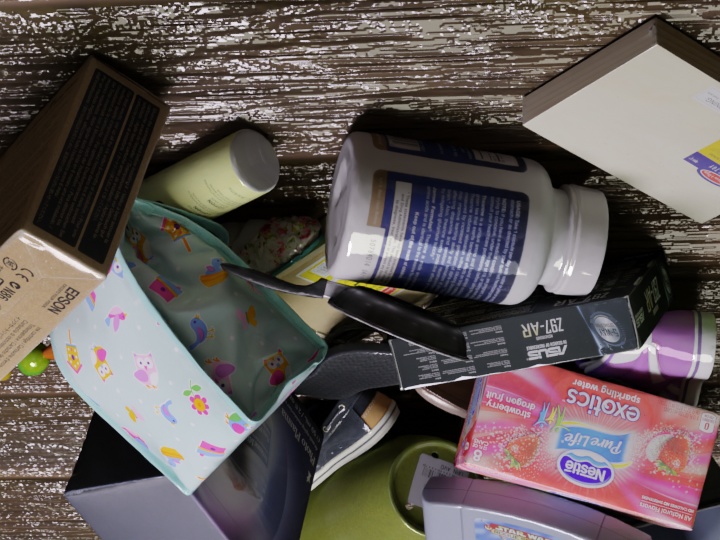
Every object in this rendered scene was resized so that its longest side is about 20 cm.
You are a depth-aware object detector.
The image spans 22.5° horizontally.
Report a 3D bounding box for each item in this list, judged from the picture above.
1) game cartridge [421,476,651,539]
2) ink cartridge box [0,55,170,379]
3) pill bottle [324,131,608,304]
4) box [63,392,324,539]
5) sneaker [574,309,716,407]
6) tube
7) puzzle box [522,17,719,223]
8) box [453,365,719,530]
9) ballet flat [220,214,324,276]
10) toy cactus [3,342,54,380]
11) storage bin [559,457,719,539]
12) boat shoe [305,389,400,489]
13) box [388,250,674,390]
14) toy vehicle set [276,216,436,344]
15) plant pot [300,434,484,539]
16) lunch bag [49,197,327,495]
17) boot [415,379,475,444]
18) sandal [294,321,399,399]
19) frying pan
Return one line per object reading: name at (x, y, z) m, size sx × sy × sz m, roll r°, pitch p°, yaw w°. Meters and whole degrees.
game cartridge at (0.147, 0.240, 1.536) m, size 0.198 × 0.042 × 0.134 m, roll 13°, pitch 142°, yaw 20°
ink cartridge box at (-0.231, -0.034, 1.315) m, size 0.075 × 0.166 × 0.200 m, roll 30°, pitch 142°, yaw -19°
pill bottle at (0.079, -0.035, 1.355) m, size 0.198 × 0.112 × 0.111 m, roll 9°, pitch 150°, yaw -10°
box at (-0.138, 0.171, 1.592) m, size 0.122 × 0.199 × 0.201 m, roll -11°, pitch 133°, yaw 26°
sneaker at (0.240, 0.075, 1.563) m, size 0.113 × 0.073 × 0.201 m, roll 1°, pitch 159°, yaw 5°
tube at (-0.145, -0.052, 1.408) m, size 0.199 × 0.052 × 0.058 m, roll -22°, pitch 99°, yaw 41°
puzzle box at (0.232, -0.104, 1.312) m, size 0.199 × 0.026 × 0.133 m, roll 25°, pitch 143°, yaw -34°
box at (0.187, 0.143, 1.519) m, size 0.198 × 0.104 × 0.095 m, roll 17°, pitch 173°, yaw -1°
ballet flat at (-0.110, 0.000, 1.479) m, size 0.064 × 0.076 × 0.200 m, roll 47°, pitch 131°, yaw -7°
toy cactus at (-0.316, 0.022, 1.527) m, size 0.199 × 0.103 × 0.165 m, roll -21°, pitch 124°, yaw 38°
storage bin at (0.238, 0.209, 1.661) m, size 0.198 × 0.135 × 0.146 m, roll -9°, pitch 144°, yaw -23°
boat shoe at (-0.042, 0.164, 1.746) m, size 0.062 × 0.075 × 0.200 m, roll 43°, pitch 132°, yaw -9°
box at (0.140, 0.038, 1.452) m, size 0.198 × 0.044 × 0.160 m, roll -11°, pitch -170°, yaw 21°
toy vehicle set at (0.000, 0.000, 1.505) m, size 0.124 × 0.027 × 0.199 m, roll 22°, pitch 145°, yaw -31°
plant pot at (0.047, 0.230, 1.715) m, size 0.185 × 0.189 × 0.200 m, roll 8°, pitch 157°, yaw -10°
lunch bag at (-0.148, 0.050, 1.408) m, size 0.200 × 0.122 × 0.170 m, roll 45°, pitch 143°, yaw 3°
boot at (0.121, 0.139, 1.696) m, size 0.198 × 0.071 × 0.146 m, roll 12°, pitch 151°, yaw -15°
sandal at (-0.008, 0.073, 1.567) m, size 0.075 × 0.048 × 0.200 m, roll 16°, pitch 162°, yaw -24°
frying pan at (-0.001, 0.025, 1.362) m, size 0.189 × 0.031 × 0.115 m, roll 24°, pitch -177°, yaw 23°
